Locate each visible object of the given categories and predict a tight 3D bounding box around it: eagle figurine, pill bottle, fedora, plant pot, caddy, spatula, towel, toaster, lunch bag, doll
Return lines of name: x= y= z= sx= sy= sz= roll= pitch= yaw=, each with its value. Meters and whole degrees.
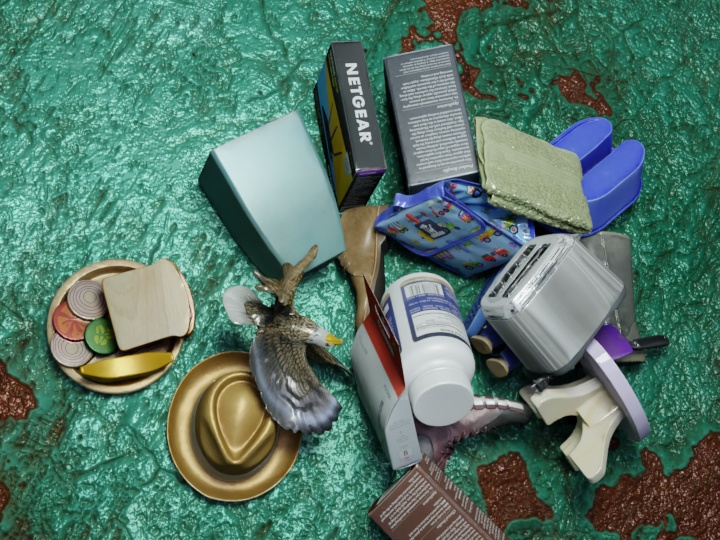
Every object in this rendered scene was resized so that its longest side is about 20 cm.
eagle figurine: x=-0.082 y=0.096 z=1.344 sx=0.150 sy=0.202 sz=0.151 roll=-23 pitch=36 yaw=-21
pill bottle: x=0.093 y=0.107 z=1.387 sx=0.109 sy=0.112 sz=0.201 roll=3 pitch=40 yaw=-12
fedora: x=-0.162 y=0.199 z=1.354 sx=0.197 sy=0.082 sz=0.204 roll=4 pitch=71 yaw=-11
plant pot: x=-0.112 y=-0.088 z=1.435 sx=0.140 sy=0.141 sz=0.202 roll=-28 pitch=87 yaw=-20
caddy: x=0.346 y=-0.138 z=1.578 sx=0.199 sy=0.106 sz=0.141 roll=-37 pitch=59 yaw=-21
spatula: x=0.392 y=0.103 z=1.477 sx=0.198 sy=0.021 sz=0.057 roll=4 pitch=43 yaw=-47
towel: x=0.242 y=-0.132 z=1.433 sx=0.198 sy=0.036 sz=0.150 roll=19 pitch=50 yaw=-28
toaster: x=0.249 y=0.046 z=1.366 sx=0.129 sy=0.113 sz=0.200 roll=45 pitch=74 yaw=-15
lunch bag: x=0.128 y=-0.074 z=1.442 sx=0.198 sy=0.150 sz=0.096 roll=19 pitch=66 yaw=-32
doll: x=0.244 y=0.055 z=1.452 sx=0.199 sy=0.048 sz=0.137 roll=-39 pitch=97 yaw=-23

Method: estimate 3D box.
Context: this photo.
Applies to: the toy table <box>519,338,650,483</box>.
toy table: x=0.309 y=0.192 z=1.413 sx=0.117 sy=0.184 sz=0.201 roll=-36 pitch=121 yaw=-1

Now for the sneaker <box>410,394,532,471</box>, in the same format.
sneaker: x=0.139 y=0.232 z=1.428 sx=0.197 sy=0.076 sz=0.117 roll=6 pitch=76 yaw=-1

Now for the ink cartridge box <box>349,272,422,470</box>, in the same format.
ink cartridge box: x=0.022 y=0.131 z=1.328 sx=0.056 sy=0.202 sz=0.163 roll=-21 pitch=37 yaw=-5

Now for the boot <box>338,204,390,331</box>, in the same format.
boot: x=0.000 y=0.000 z=1.477 sx=0.074 sy=0.074 sz=0.203 roll=2 pitch=66 yaw=7

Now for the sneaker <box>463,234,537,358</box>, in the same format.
sneaker: x=0.223 y=0.035 z=1.512 sx=0.077 sy=0.070 sz=0.201 roll=34 pitch=73 yaw=-6

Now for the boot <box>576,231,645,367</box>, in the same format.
boot: x=0.344 y=0.042 z=1.533 sx=0.179 sy=0.072 sz=0.203 roll=2 pitch=78 yaw=-27

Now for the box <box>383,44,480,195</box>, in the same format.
box: x=0.103 y=-0.200 z=1.503 sx=0.105 sy=0.149 sz=0.203 roll=-10 pitch=75 yaw=1

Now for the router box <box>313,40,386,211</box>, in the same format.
router box: x=-0.018 y=-0.207 z=1.488 sx=0.050 sy=0.149 sz=0.203 roll=-6 pitch=73 yaw=-16

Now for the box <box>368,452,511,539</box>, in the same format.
box: x=0.117 y=0.350 z=1.355 sx=0.200 sy=0.075 sz=0.100 roll=46 pitch=102 yaw=5

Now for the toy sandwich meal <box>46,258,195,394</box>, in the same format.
toy sandwich meal: x=-0.318 y=0.067 z=1.368 sx=0.202 sy=0.070 sz=0.208 roll=4 pitch=71 yaw=-12
